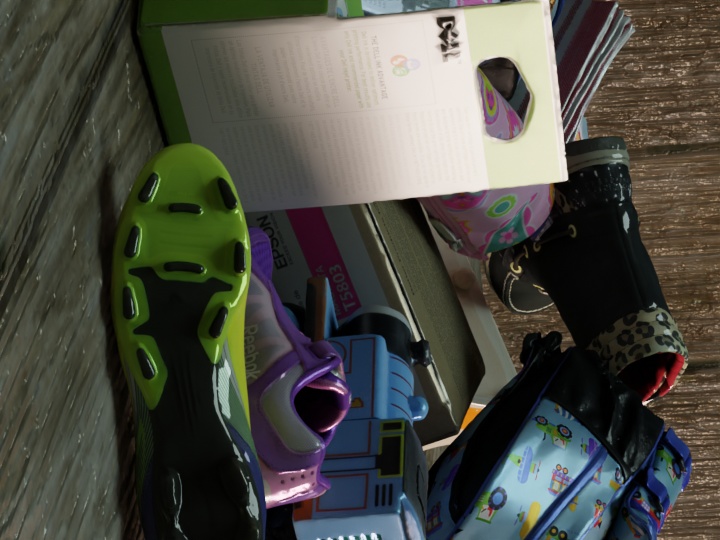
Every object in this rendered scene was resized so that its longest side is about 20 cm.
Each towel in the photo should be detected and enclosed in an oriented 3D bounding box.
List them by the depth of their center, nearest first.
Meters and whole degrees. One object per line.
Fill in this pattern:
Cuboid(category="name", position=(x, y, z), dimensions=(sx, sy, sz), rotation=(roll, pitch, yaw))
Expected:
Cuboid(category="towel", position=(0.069, -0.126, 1.759), dimensions=(0.147, 0.199, 0.030), rotation=(-60, 142, -33))

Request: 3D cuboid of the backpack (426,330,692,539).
Cuboid(category="backpack", position=(0.090, 0.157, 1.546), dimensions=(0.183, 0.134, 0.200), rotation=(-51, 179, 28))

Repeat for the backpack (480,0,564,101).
Cuboid(category="backpack", position=(0.039, -0.198, 1.700), dimensions=(0.154, 0.190, 0.200), rotation=(-53, 151, -25))

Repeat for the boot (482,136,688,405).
Cuboid(category="boot", position=(0.141, 0.024, 1.682), dimensions=(0.204, 0.073, 0.154), rotation=(114, -37, -61))

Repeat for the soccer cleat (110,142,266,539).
Cuboid(category="soccer cleat", position=(-0.081, 0.044, 1.191), dimensions=(0.084, 0.064, 0.201), rotation=(169, -85, -79))

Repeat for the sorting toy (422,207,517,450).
Cuboid(category="sorting toy", position=(0.019, 0.048, 1.829), dimensions=(0.180, 0.106, 0.201), rotation=(119, -48, -63))

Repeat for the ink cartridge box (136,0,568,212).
Cuboid(category="ink cartridge box", position=(0.000, -0.106, 1.330), dimensions=(0.148, 0.199, 0.076), rotation=(78, 10, -52))

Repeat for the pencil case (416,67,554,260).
Cuboid(category="pencil case", position=(0.053, -0.074, 1.558), dimensions=(0.200, 0.087, 0.088), rotation=(48, 37, -62))

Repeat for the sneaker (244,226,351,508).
Cuboid(category="sneaker", position=(-0.047, 0.051, 1.313), dimensions=(0.201, 0.088, 0.081), rotation=(-88, 170, -51))

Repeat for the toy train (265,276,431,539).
Cuboid(category="toy train", position=(-0.020, 0.090, 1.410), dimensions=(0.200, 0.114, 0.087), rotation=(-87, 171, -48))

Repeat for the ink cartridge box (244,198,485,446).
Cuboid(category="ink cartridge box", position=(0.000, 0.000, 1.572), dimensions=(0.165, 0.075, 0.201), rotation=(-45, 114, -76))

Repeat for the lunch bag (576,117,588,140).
Cuboid(category="lunch bag", position=(0.062, -0.115, 1.905), dimensions=(0.170, 0.199, 0.128), rotation=(60, 27, -74))

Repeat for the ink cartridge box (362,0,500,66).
Cuboid(category="ink cartridge box", position=(-0.005, -0.196, 1.522), dimensions=(0.042, 0.199, 0.120), rotation=(-25, -121, 50))
